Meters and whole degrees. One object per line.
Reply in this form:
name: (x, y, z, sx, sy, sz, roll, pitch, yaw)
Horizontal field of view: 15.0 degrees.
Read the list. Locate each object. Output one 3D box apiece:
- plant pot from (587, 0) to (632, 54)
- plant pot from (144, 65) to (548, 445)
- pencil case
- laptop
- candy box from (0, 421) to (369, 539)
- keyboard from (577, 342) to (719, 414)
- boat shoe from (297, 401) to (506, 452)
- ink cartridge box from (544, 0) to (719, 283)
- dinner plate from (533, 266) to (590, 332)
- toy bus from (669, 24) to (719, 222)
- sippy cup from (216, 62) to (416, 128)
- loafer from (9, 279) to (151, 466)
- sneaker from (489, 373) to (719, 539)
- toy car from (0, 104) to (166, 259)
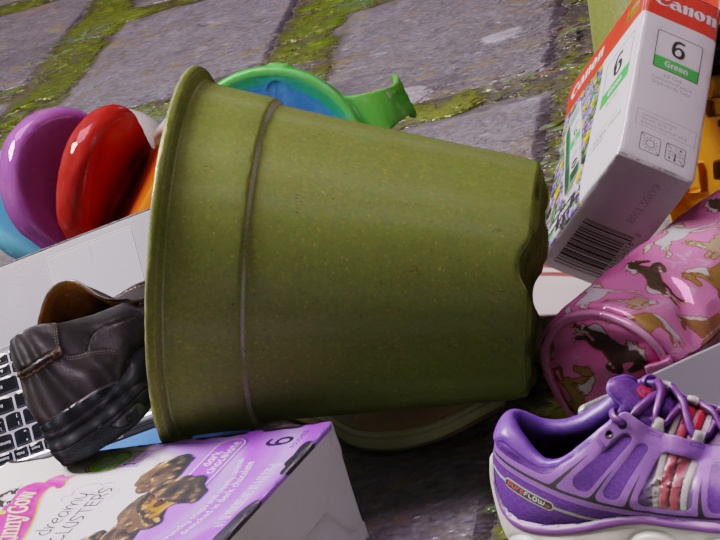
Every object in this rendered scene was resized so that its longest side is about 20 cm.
plant pot: (0.227, -0.162, 1.789, 0.199, 0.185, 0.201, -15, 16, 4)
plant pot: (0.000, 0.000, 1.414, 0.188, 0.202, 0.200, 4, 20, 7)
pencil case: (0.177, 0.017, 1.443, 0.200, 0.087, 0.083, -36, -11, -48)
laptop: (-0.159, 0.060, 1.550, 0.186, 0.201, 0.116, -20, -18, 11)
candy box: (-0.122, 0.148, 1.327, 0.199, 0.072, 0.168, -8, 18, 26)
keyboard: (0.204, 0.054, 1.353, 0.199, 0.056, 0.011, -23, -22, -20)
boat shoe: (0.006, 0.053, 1.525, 0.073, 0.064, 0.200, -25, 18, -25)
ink cartridge box: (0.155, -0.101, 1.537, 0.109, 0.050, 0.201, 124, 164, -50)
dinner plate: (0.092, 0.015, 1.576, 0.198, 0.024, 0.200, -2, 9, 0)
toy bus: (0.299, -0.094, 1.625, 0.199, 0.137, 0.191, -5, 7, 43)
sippy cup: (-0.054, -0.080, 1.919, 0.176, 0.141, 0.130, 10, 9, 4)
loafer: (-0.137, 0.034, 1.452, 0.073, 0.073, 0.200, -31, 10, 10)
sneaker: (0.150, 0.084, 1.249, 0.199, 0.084, 0.081, -9, 18, 21)
toy car: (-0.167, -0.043, 1.770, 0.199, 0.150, 0.176, -1, 58, 43)
